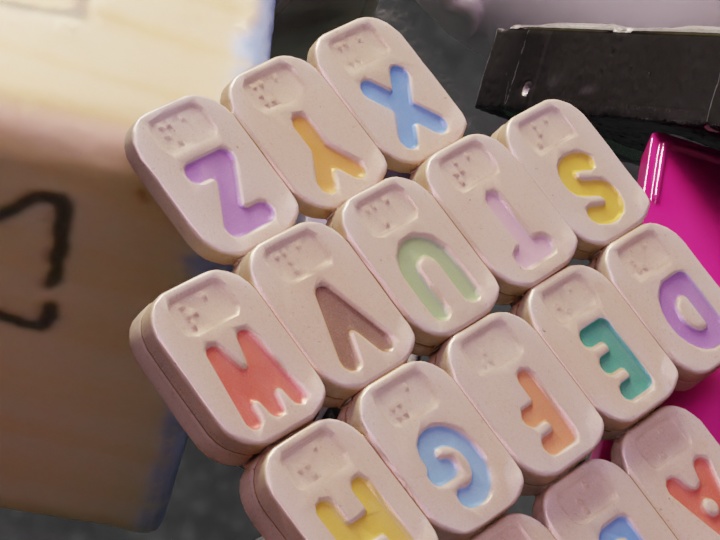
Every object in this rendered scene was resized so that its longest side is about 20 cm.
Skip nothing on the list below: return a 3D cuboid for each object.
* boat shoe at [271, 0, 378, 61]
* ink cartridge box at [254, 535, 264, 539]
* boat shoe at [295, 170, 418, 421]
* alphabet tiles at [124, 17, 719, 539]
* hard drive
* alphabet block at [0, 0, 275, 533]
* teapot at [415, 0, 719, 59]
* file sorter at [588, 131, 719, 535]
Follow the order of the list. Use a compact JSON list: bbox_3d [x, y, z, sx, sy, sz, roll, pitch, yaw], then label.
[{"bbox_3d":[-0.008,-0.129,0.950,0.072,0.202,0.060,-15,78,-30],"label":"boat shoe"},{"bbox_3d":[-0.071,0.137,0.743,0.200,0.160,0.047,-34,92,-36],"label":"ink cartridge box"},{"bbox_3d":[0.002,-0.001,0.922,0.068,0.074,0.199,30,37,-18],"label":"boat shoe"},{"bbox_3d":[0.029,0.017,0.754,0.200,0.015,0.196,-28,79,-46],"label":"alphabet tiles"},{"bbox_3d":[0.146,-0.049,0.935,0.140,0.200,0.038,18,87,-25],"label":"hard drive"},{"bbox_3d":[-0.139,-0.055,0.870,0.200,0.195,0.197,11,47,-7],"label":"alphabet block"},{"bbox_3d":[0.101,-0.176,1.067,0.197,0.146,0.200,1,51,-13],"label":"teapot"},{"bbox_3d":[0.131,0.084,0.866,0.139,0.126,0.200,16,49,-2],"label":"file sorter"}]
